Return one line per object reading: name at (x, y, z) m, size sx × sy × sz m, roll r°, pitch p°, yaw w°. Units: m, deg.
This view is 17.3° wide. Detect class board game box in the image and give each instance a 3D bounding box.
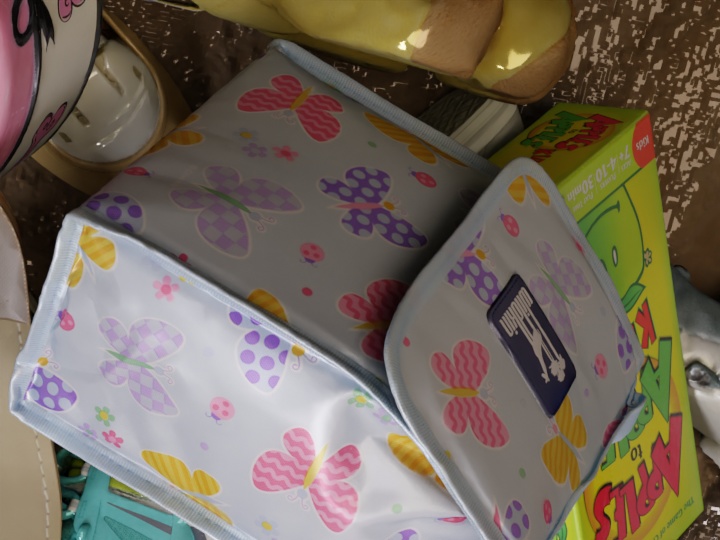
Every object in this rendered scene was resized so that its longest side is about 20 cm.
board game box at (0.093, 0.040, 1.020) m, size 0.102 × 0.048 × 0.200 m, roll -38°, pitch 126°, yaw -44°

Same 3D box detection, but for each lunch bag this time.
lunch bag at (0.002, 0.024, 0.880) m, size 0.200 × 0.170 × 0.127 m, roll 33°, pitch 127°, yaw 9°

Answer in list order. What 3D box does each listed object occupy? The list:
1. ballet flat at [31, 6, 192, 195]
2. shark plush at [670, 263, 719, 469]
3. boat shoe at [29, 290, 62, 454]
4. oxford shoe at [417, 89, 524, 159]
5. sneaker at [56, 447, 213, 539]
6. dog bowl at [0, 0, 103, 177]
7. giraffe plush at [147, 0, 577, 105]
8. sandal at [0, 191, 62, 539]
ballet flat at (-0.133, -0.093, 0.964) m, size 0.069 × 0.063 × 0.200 m, roll -43°, pitch 113°, yaw -2°
shark plush at (0.165, 0.029, 1.101) m, size 0.200 × 0.091 × 0.083 m, roll 36°, pitch 72°, yaw -6°
boat shoe at (-0.159, 0.044, 1.000) m, size 0.072 × 0.065 × 0.200 m, roll -41°, pitch 111°, yaw 3°
oxford shoe at (0.000, 0.000, 1.025) m, size 0.200 × 0.075 × 0.058 m, roll -41°, pitch 111°, yaw -5°
sneaker at (-0.093, 0.086, 0.953) m, size 0.080 × 0.078 × 0.200 m, roll -11°, pitch 74°, yaw -18°
dog bowl at (-0.203, -0.099, 0.896) m, size 0.200 × 0.074 × 0.200 m, roll 5°, pitch 122°, yaw 8°
giraffe plush at (0.003, -0.168, 0.942) m, size 0.200 × 0.173 × 0.162 m, roll 16°, pitch 92°, yaw 7°
sandal at (-0.156, 0.054, 0.928) m, size 0.077 × 0.070 × 0.212 m, roll 0°, pitch 113°, yaw -9°
